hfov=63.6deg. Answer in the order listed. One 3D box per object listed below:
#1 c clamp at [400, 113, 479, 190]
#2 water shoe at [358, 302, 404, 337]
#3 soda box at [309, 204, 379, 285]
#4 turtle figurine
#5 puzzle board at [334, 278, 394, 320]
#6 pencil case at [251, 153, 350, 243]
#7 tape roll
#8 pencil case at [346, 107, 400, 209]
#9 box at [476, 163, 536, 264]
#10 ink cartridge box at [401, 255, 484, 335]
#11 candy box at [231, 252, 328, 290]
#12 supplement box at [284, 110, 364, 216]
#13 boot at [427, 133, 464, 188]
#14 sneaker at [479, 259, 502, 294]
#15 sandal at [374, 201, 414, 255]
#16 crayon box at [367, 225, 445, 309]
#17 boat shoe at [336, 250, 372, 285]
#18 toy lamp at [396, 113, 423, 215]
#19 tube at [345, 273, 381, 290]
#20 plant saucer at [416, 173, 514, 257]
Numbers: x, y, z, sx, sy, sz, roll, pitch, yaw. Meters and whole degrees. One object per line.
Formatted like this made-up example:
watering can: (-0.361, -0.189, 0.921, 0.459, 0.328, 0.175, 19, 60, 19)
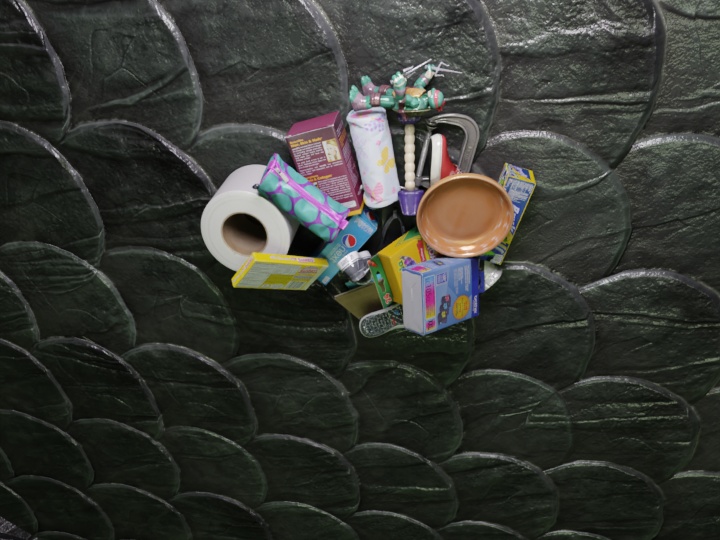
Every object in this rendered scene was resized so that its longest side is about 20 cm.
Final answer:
c clamp: (0.155, -0.239, 1.218, 0.167, 0.027, 0.203, 17, 123, -2)
water shoe: (0.089, 0.103, 1.379, 0.195, 0.079, 0.073, -12, 97, -4)
soda box: (-0.043, -0.062, 1.335, 0.064, 0.068, 0.200, 36, 120, -15)
turtle figurine: (0.086, -0.337, 1.096, 0.196, 0.149, 0.103, 4, 108, 24)
puzzle board: (0.057, 0.071, 1.398, 0.197, 0.018, 0.150, -20, 137, 31)
pencil case: (-0.117, -0.144, 1.182, 0.198, 0.086, 0.092, 35, 165, -12)
tape roll: (-0.238, -0.113, 1.292, 0.197, 0.140, 0.207, 4, 122, 6)
pencil case: (0.029, -0.233, 1.204, 0.082, 0.090, 0.204, -28, 121, -27)
box: (0.305, -0.118, 1.245, 0.063, 0.071, 0.203, 16, 123, -1)
ink cartridge box: (0.187, 0.043, 1.262, 0.076, 0.197, 0.140, 18, 118, 51)
candy box: (-0.173, 0.005, 1.270, 0.197, 0.027, 0.102, 4, 141, -44)
supplement box: (-0.069, -0.217, 1.232, 0.108, 0.086, 0.203, -10, 120, 16)
boot: (0.210, -0.195, 1.194, 0.141, 0.073, 0.203, -6, 133, 7)
sneaker: (0.239, 0.038, 1.363, 0.080, 0.074, 0.200, 42, 114, -4)
sandal: (0.077, -0.082, 1.319, 0.074, 0.043, 0.204, 10, 123, 2)
crayon box: (0.117, -0.013, 1.274, 0.050, 0.198, 0.129, 19, 138, 53)
boat shoe: (0.000, 0.000, 1.292, 0.071, 0.200, 0.068, -35, 85, 5)
toy lamp: (0.102, -0.215, 1.184, 0.057, 0.058, 0.205, 0, 104, 9)
tube: (0.067, 0.029, 1.391, 0.196, 0.051, 0.078, -17, 126, 22)
plant saucer: (0.212, -0.115, 1.187, 0.195, 0.038, 0.203, 3, 132, 4)
